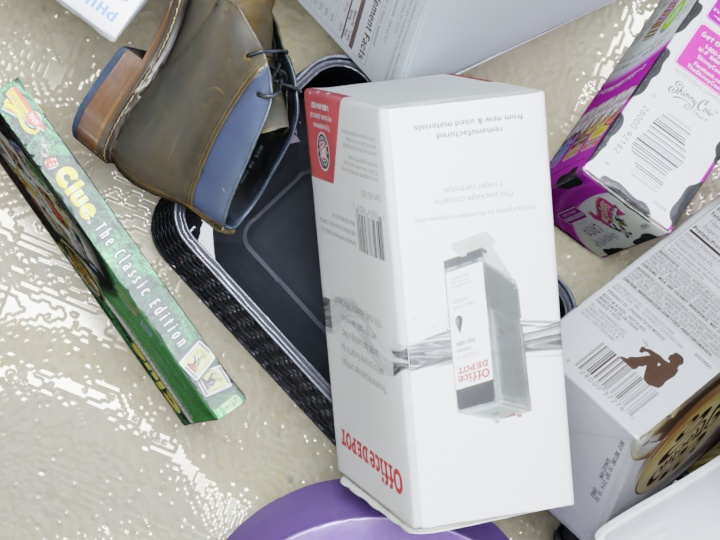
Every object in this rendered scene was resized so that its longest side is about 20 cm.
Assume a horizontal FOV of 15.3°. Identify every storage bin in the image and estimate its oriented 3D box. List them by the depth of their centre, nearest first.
[{"bbox_3d":[0.000,0.000,1.428,0.135,0.094,0.200,-43,95,-11],"label":"storage bin"}]

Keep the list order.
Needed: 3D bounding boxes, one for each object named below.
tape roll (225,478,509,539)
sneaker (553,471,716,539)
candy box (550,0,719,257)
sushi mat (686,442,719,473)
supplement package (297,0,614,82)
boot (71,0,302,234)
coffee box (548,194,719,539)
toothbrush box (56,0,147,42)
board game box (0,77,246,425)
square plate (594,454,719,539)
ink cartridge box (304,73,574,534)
[{"bbox_3d":[0.006,0.213,1.392,0.199,0.085,0.201,0,100,-3],"label":"tape roll"},{"bbox_3d":[0.197,0.166,1.452,0.199,0.077,0.112,0,114,-7],"label":"sneaker"},{"bbox_3d":[0.180,-0.108,1.450,0.061,0.136,0.200,35,80,-5],"label":"candy box"},{"bbox_3d":[0.208,0.103,1.505,0.199,0.012,0.096,-13,90,-12],"label":"sushi mat"},{"bbox_3d":[0.076,-0.204,1.383,0.200,0.156,0.111,-27,64,-32],"label":"supplement package"},{"bbox_3d":[-0.050,-0.115,1.331,0.097,0.075,0.200,41,108,14],"label":"boot"},{"bbox_3d":[0.172,0.040,1.415,0.200,0.113,0.080,-36,68,-30],"label":"coffee box"},{"bbox_3d":[-0.096,-0.224,1.371,0.086,0.146,0.200,37,95,-7],"label":"toothbrush box"},{"bbox_3d":[-0.133,-0.007,1.394,0.023,0.105,0.200,-36,95,-16],"label":"board game box"},{"bbox_3d":[0.222,0.189,1.400,0.198,0.028,0.200,-26,87,-42],"label":"square plate"},{"bbox_3d":[0.036,0.011,1.296,0.083,0.147,0.201,-7,100,-15],"label":"ink cartridge box"}]
